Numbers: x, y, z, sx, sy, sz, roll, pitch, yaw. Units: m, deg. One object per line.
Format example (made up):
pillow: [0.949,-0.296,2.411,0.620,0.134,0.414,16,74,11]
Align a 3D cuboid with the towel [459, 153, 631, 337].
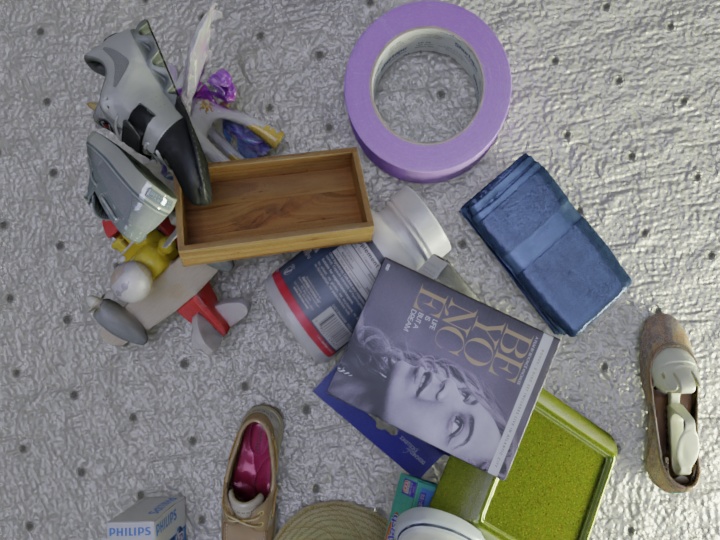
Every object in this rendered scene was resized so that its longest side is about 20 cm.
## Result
towel: [0.219,-0.030,0.767,0.111,0.049,0.201,-38,84,1]

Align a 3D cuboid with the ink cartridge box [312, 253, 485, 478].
ink cartridge box: [0.081,0.122,0.723,0.201,0.047,0.198,-48,116,-4]

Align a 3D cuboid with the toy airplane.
toy airplane: [-0.225,0.014,0.745,0.195,0.141,0.205,14,107,18]

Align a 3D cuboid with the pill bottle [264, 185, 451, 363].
pill bottle: [0.000,0.000,0.744,0.198,0.120,0.121,-37,84,0]

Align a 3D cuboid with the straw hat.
straw hat: [-0.018,0.359,0.713,0.196,0.085,0.206,1,72,-4]

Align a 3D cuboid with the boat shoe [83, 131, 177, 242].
boat shoe: [-0.257,-0.088,0.677,0.072,0.070,0.200,-52,43,-1]

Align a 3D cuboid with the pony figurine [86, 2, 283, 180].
pony figurine: [-0.191,-0.181,0.751,0.198,0.166,0.196,32,49,-20]

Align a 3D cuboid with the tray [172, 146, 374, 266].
tray: [-0.091,-0.068,0.677,0.195,0.037,0.101,-8,65,-9]

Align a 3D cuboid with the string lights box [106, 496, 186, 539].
string lights box: [-0.239,0.376,0.740,0.057,0.103,0.205,-3,85,4]

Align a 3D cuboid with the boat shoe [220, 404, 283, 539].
boat shoe: [-0.133,0.263,0.758,0.072,0.069,0.205,4,86,4]

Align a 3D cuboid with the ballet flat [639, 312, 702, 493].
ballet flat: [0.359,0.150,0.734,0.066,0.067,0.205,-3,85,3]

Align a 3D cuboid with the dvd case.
dvd case: [0.083,0.097,0.653,0.196,0.016,0.151,25,86,4]

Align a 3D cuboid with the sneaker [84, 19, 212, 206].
sneaker: [-0.210,-0.142,0.637,0.087,0.074,0.203,-24,76,-11]

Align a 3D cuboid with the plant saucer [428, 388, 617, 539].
plant saucer: [0.189,0.228,0.694,0.198,0.048,0.203,33,71,-16]

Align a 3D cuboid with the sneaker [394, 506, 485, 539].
sneaker: [0.108,0.310,0.624,0.073,0.071,0.200,-40,104,23]

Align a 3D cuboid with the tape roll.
tape roll: [0.079,-0.212,0.782,0.195,0.066,0.206,0,85,3]

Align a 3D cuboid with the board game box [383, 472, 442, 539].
board game box: [0.115,0.323,0.700,0.197,0.045,0.155,23,76,-20]
